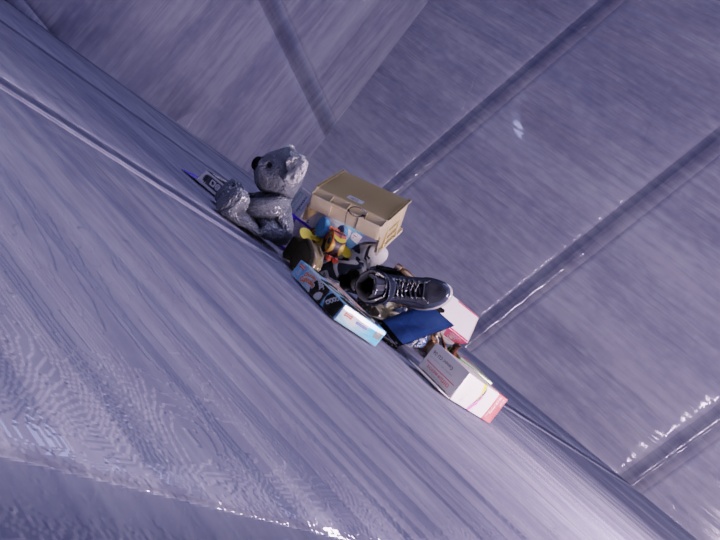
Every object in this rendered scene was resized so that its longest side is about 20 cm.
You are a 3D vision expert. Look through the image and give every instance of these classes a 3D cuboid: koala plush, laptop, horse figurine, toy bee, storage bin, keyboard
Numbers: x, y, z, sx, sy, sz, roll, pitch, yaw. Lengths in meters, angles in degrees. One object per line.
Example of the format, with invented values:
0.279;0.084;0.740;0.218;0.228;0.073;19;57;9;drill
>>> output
-0.186;-0.176;1.576;0.183;0.200;0.177;32;4;-19;koala plush
0.069;0.084;1.609;0.200;0.116;0.187;37;2;-17;laptop
0.187;0.189;1.799;0.200;0.050;0.133;33;-38;65;horse figurine
-0.073;-0.065;1.632;0.130;0.109;0.200;15;-21;-8;toy bee
-0.006;-0.142;1.774;0.199;0.094;0.199;27;30;12;storage bin
0.105;0.055;1.723;0.104;0.040;0.200;11;-24;50;keyboard

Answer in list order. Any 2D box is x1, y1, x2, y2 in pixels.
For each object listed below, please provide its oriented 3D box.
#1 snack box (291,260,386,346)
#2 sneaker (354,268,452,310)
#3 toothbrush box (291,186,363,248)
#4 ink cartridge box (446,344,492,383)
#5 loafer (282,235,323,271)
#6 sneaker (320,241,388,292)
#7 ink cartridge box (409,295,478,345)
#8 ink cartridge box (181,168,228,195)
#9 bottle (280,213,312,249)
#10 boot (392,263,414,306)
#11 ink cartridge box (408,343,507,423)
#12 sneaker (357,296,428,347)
-0.044;0.059;1.381;0.116;0.037;0.200;36;3;-37;snack box
0.086;0.042;1.568;0.201;0.077;0.146;4;-4;20;sneaker
-0.114;-0.098;1.927;0.200;0.147;0.085;34;4;-40;toothbrush box
0.259;0.256;1.816;0.104;0.059;0.200;39;3;-6;ink cartridge box
-0.108;-0.027;1.543;0.067;0.076;0.200;30;6;-21;loafer
0.000;0.000;1.712;0.198;0.080;0.130;-7;33;-31;sneaker
0.182;0.124;1.916;0.145;0.085;0.200;38;-26;-21;ink cartridge box
-0.319;-0.187;1.811;0.200;0.043;0.198;37;3;11;ink cartridge box
-0.130;-0.062;1.761;0.200;0.084;0.065;36;2;-18;bottle
0.095;0.073;1.845;0.075;0.074;0.200;32;-37;14;boot
0.198;0.222;1.493;0.200;0.068;0.116;36;4;-42;ink cartridge box
0.084;0.112;1.791;0.200;0.077;0.085;39;-1;9;sneaker
